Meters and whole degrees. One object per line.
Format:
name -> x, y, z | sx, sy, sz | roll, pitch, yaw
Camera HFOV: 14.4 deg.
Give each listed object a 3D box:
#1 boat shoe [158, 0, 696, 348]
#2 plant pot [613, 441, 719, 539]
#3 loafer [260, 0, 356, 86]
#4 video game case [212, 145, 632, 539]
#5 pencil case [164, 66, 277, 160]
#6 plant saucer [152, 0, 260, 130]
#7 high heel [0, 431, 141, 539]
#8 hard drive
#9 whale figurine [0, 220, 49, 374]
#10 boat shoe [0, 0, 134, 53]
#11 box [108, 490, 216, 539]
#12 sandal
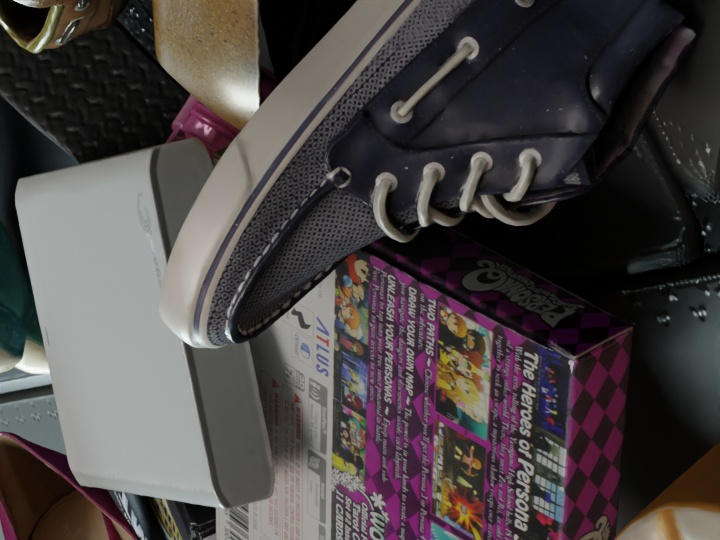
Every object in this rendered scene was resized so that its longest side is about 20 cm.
boat shoe -> 0.024, -0.037, 0.937 | 0.093, 0.200, 0.075 | 39, -175, 19
plant pot -> 0.169, 0.095, 0.796 | 0.200, 0.183, 0.202 | 28, 128, 42
loafer -> -0.007, -0.120, 1.025 | 0.072, 0.072, 0.201 | 49, 147, 47
video game case -> 0.016, 0.072, 1.030 | 0.181, 0.036, 0.201 | 29, 132, 38
pencil case -> 0.000, 0.000, 1.102 | 0.200, 0.091, 0.094 | 39, -179, 27
plant saucer -> -0.058, -0.146, 0.985 | 0.200, 0.035, 0.202 | 177, 90, -86
high heel -> -0.110, 0.128, 1.172 | 0.096, 0.067, 0.200 | 48, -175, -20
hard drive -> -0.088, 0.022, 1.109 | 0.200, 0.026, 0.133 | 176, 82, -70
whale figurine -> -0.206, -0.010, 1.375 | 0.159, 0.104, 0.200 | 33, -175, 37
boat shoe -> -0.122, -0.134, 1.106 | 0.072, 0.068, 0.200 | 46, 172, 16
box -> -0.086, 0.086, 1.282 | 0.199, 0.049, 0.201 | 92, 154, -53
sandal -> -0.081, -0.045, 1.215 | 0.201, 0.075, 0.048 | 51, -176, 15
